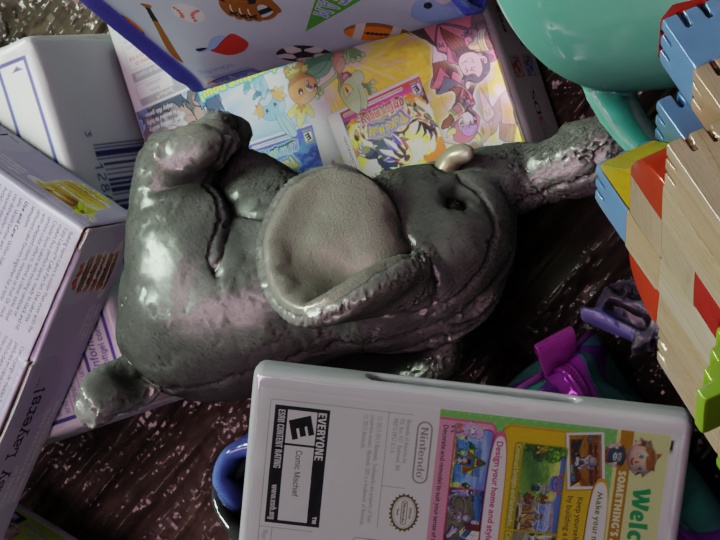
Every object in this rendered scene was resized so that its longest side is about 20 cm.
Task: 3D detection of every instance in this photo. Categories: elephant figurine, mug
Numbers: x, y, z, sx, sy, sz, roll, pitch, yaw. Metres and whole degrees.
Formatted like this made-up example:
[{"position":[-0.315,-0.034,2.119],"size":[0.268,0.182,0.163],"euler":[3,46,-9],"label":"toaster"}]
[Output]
[{"position":[0.000,0.000,1.128],"size":[0.199,0.141,0.156],"euler":[10,99,30],"label":"elephant figurine"},{"position":[0.113,-0.137,1.083],"size":[0.114,0.152,0.186],"euler":[-6,61,34],"label":"mug"}]

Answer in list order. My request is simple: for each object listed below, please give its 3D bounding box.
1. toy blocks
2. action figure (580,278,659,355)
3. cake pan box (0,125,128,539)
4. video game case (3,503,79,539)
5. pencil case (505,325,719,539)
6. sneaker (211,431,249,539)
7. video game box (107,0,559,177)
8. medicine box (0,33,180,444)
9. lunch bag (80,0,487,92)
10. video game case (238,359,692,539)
[{"position":[0.141,-0.010,1.004],"size":[0.099,0.200,0.137],"euler":[-23,58,-11],"label":"toy blocks"},{"position":[0.190,0.017,1.091],"size":[0.199,0.105,0.195],"euler":[16,85,13],"label":"action figure"},{"position":[-0.218,0.018,1.234],"size":[0.184,0.052,0.201],"euler":[32,109,24],"label":"cake pan box"},{"position":[-0.149,0.239,1.326],"size":[0.181,0.045,0.201],"euler":[28,118,25],"label":"video game case"},{"position":[0.131,0.124,1.147],"size":[0.200,0.085,0.093],"euler":[52,159,14],"label":"pencil case"},{"position":[-0.028,0.087,1.191],"size":[0.078,0.200,0.076],"euler":[25,115,-20],"label":"sneaker"},{"position":[-0.016,-0.094,1.230],"size":[0.199,0.047,0.183],"euler":[-19,85,29],"label":"video game box"},{"position":[-0.184,0.000,1.300],"size":[0.199,0.103,0.183],"euler":[-19,87,30],"label":"medicine box"},{"position":[-0.061,-0.183,1.093],"size":[0.169,0.200,0.125],"euler":[-15,56,35],"label":"lunch bag"},{"position":[0.037,0.144,1.098],"size":[0.181,0.022,0.201],"euler":[6,106,2],"label":"video game case"}]
